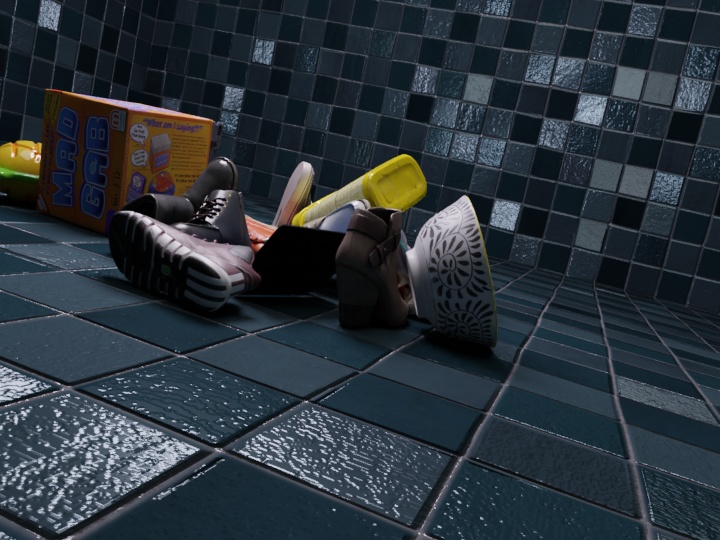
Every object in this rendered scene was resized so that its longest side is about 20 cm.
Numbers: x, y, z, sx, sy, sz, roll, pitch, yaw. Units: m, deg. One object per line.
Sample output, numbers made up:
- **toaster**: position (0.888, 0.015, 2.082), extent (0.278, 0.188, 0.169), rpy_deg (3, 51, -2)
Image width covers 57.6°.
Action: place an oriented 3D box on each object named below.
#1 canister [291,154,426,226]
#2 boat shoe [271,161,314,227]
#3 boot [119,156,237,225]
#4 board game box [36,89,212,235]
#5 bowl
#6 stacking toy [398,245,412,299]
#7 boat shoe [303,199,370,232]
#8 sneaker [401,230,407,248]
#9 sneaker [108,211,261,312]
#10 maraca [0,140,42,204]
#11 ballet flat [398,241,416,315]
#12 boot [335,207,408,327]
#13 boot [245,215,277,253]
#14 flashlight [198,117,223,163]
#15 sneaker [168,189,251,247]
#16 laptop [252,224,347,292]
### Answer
- **canister**: position (-0.002, -0.104, 1.075), extent (0.198, 0.088, 0.148), rpy_deg (-24, 8, 46)
- **boat shoe**: position (-0.103, -0.101, 1.206), extent (0.091, 0.202, 0.075), rpy_deg (17, 37, -17)
- **boot**: position (-0.274, -0.102, 0.982), extent (0.072, 0.184, 0.200), rpy_deg (32, 5, 12)
- **board game box**: position (-0.404, -0.184, 1.132), extent (0.196, 0.204, 0.199), rpy_deg (17, 13, 25)
- **bowl**: position (0.113, 0.010, 0.869), extent (0.092, 0.206, 0.201), rpy_deg (-11, 6, 3)
- **stacking toy**: position (0.070, 0.010, 1.116), extent (0.083, 0.087, 0.200), rpy_deg (12, 12, -9)
- **boat shoe**: position (-0.055, -0.040, 0.989), extent (0.067, 0.076, 0.200), rpy_deg (6, -33, -34)
- **sneaker**: position (0.000, 0.000, 1.061), extent (0.113, 0.076, 0.201), rpy_deg (-27, 16, 36)
- **sneaker**: position (-0.197, -0.013, 0.765), extent (0.198, 0.077, 0.115), rpy_deg (29, 22, 28)
- **maraca**: position (-0.595, -0.173, 1.145), extent (0.135, 0.109, 0.199), rpy_deg (17, 8, 24)
- **ballet flat**: position (0.071, 0.019, 0.975), extent (0.201, 0.073, 0.073), rpy_deg (50, 8, -2)
- **boot**: position (0.028, -0.006, 0.851), extent (0.069, 0.150, 0.199), rpy_deg (13, 6, 22)
- **boot**: position (-0.200, -0.054, 1.121), extent (0.196, 0.077, 0.107), rpy_deg (13, 12, -11)
- **flashlight**: position (-0.321, -0.191, 1.268), extent (0.067, 0.205, 0.067), rpy_deg (15, 8, 29)
- **sneaker**: position (-0.224, -0.068, 0.930), extent (0.073, 0.109, 0.200), rpy_deg (-10, -8, 16)
- **laptop**: position (-0.125, -0.026, 0.896), extent (0.197, 0.106, 0.176), rpy_deg (19, 8, 37)
